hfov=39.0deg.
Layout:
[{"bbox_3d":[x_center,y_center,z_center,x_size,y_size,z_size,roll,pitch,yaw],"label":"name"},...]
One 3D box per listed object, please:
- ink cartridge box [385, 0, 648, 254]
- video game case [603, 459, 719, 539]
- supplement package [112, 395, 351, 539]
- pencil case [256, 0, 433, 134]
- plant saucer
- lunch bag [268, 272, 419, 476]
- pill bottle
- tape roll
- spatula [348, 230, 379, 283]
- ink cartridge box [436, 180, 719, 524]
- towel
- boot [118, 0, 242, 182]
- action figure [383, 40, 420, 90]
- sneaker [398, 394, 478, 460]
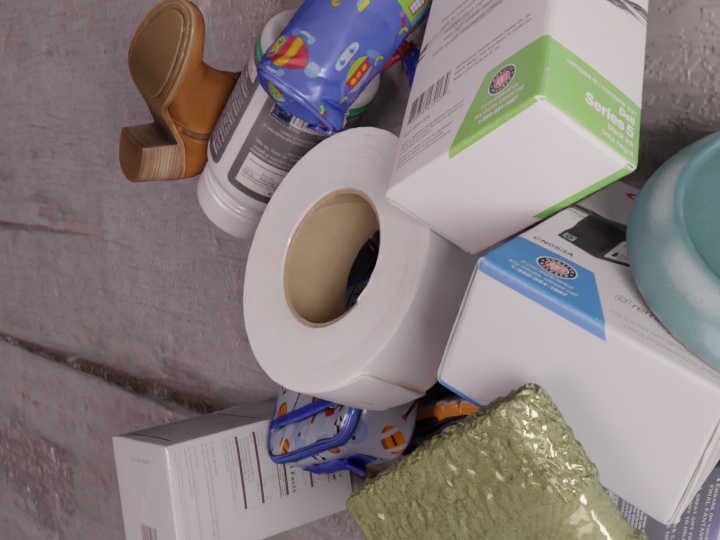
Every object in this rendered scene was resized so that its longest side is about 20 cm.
[{"bbox_3d":[0.104,-0.134,0.654,0.145,0.083,0.202,-30,38,49],"label":"ink cartridge box"},{"bbox_3d":[0.202,0.170,0.586,0.019,0.197,0.145,-133,44,-63],"label":"video game case"},{"bbox_3d":[-0.120,0.196,0.983,0.113,0.198,0.111,-4,94,51],"label":"supplement package"},{"bbox_3d":[0.005,-0.192,0.774,0.201,0.087,0.078,-52,39,-6],"label":"pencil case"},{"bbox_3d":[0.235,-0.016,0.506,0.200,0.199,0.028,45,154,35],"label":"plant saucer"},{"bbox_3d":[-0.013,0.097,0.875,0.200,0.075,0.162,-33,40,60],"label":"lunch bag"},{"bbox_3d":[-0.073,-0.126,0.926,0.114,0.112,0.200,60,137,23],"label":"pill bottle"},{"bbox_3d":[0.000,0.000,0.759,0.201,0.070,0.205,-21,59,40],"label":"tape roll"},{"bbox_3d":[0.014,-0.028,0.884,0.057,0.020,0.201,53,147,18],"label":"spatula"},{"bbox_3d":[0.160,0.032,0.581,0.144,0.199,0.085,29,121,25],"label":"ink cartridge box"},{"bbox_3d":[0.074,0.153,0.547,0.149,0.036,0.200,55,141,11],"label":"towel"},{"bbox_3d":[-0.140,-0.172,0.967,0.077,0.154,0.202,42,131,30],"label":"boot"},{"bbox_3d":[0.066,-0.114,0.798,0.052,0.065,0.201,-38,60,2],"label":"action figure"},{"bbox_3d":[0.091,0.134,0.814,0.200,0.077,0.078,-32,73,60],"label":"sneaker"}]
